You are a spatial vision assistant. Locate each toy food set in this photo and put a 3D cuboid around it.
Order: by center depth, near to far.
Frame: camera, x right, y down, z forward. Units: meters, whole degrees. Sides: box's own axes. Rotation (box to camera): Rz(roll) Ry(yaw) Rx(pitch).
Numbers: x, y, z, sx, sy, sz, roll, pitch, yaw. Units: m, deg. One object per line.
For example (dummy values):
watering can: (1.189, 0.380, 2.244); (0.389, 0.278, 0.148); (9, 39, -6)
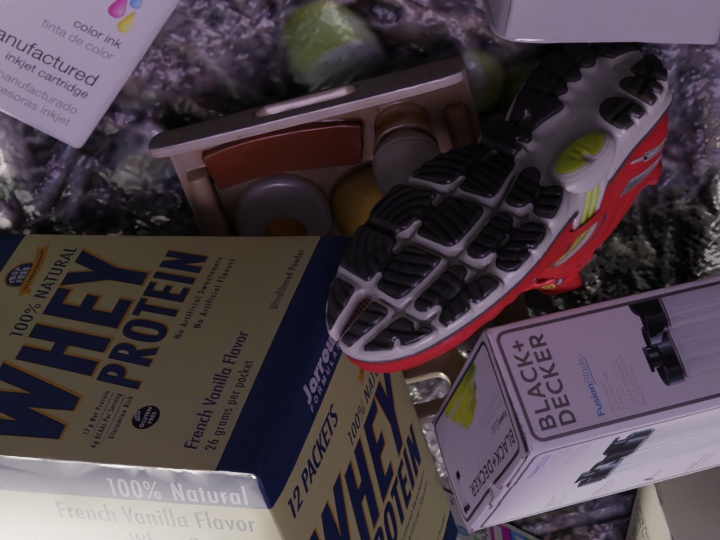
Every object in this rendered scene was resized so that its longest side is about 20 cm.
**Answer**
toy food set: (0.000, 0.000, 0.777); (0.142, 0.061, 0.201); (-14, 129, 6)

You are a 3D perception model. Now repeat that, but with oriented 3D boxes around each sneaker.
sneaker: (0.070, -0.013, 0.712); (0.200, 0.077, 0.085); (-40, 140, -23)

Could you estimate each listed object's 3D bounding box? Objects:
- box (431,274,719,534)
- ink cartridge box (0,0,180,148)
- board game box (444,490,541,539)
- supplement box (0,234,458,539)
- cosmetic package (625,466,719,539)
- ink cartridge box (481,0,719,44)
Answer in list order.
box: (0.143, 0.055, 0.777); (0.198, 0.061, 0.117); (-13, 157, -15)
ink cartridge box: (-0.116, -0.167, 0.614); (0.144, 0.084, 0.200); (26, 122, -24)
board game box: (0.037, 0.224, 0.981); (0.134, 0.034, 0.200); (30, 121, -26)
supplement box: (-0.083, 0.102, 0.767); (0.198, 0.135, 0.201); (1, 134, 23)
cosmetic package: (0.188, 0.206, 0.937); (0.070, 0.106, 0.201); (-1, 131, -6)
ink cartridge box: (0.088, -0.199, 0.565); (0.085, 0.147, 0.201); (-1, 130, -7)
